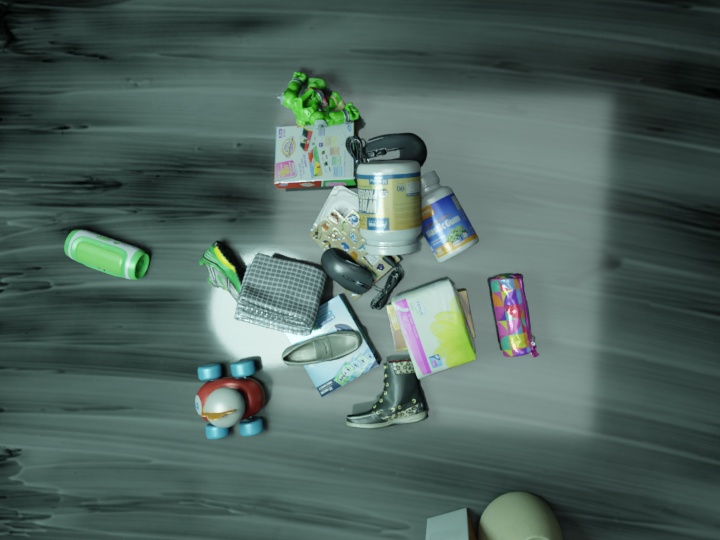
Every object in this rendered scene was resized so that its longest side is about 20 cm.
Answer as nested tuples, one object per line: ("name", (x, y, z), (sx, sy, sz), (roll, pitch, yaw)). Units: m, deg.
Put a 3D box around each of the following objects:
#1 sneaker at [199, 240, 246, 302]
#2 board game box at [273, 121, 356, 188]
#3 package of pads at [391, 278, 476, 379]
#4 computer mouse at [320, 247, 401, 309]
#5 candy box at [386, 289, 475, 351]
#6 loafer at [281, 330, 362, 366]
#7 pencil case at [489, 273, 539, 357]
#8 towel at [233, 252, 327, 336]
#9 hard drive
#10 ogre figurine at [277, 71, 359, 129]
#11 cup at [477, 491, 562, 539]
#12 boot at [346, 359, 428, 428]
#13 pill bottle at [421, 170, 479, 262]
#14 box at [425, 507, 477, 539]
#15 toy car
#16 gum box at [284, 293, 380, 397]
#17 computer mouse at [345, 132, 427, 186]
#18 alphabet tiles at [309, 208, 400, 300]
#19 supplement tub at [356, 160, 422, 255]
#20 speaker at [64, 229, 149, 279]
("sneaker", (-0.332, 0.026, 1.575), (0.085, 0.078, 0.200), (-39, 78, 14))
("board game box", (-0.110, -0.284, 1.529), (0.199, 0.040, 0.154), (-1, 78, 8))
("package of pads", (0.175, 0.134, 1.451), (0.154, 0.068, 0.201), (-20, 91, 8))
("computer mouse", (0.000, 0.000, 1.501), (0.200, 0.046, 0.141), (39, 117, 2))
("candy box", (0.171, 0.122, 1.513), (0.199, 0.056, 0.117), (-12, 91, 9))
("loafer", (-0.094, 0.193, 1.497), (0.199, 0.070, 0.070), (-17, 89, 8))
("pencil case", (0.366, 0.107, 1.473), (0.088, 0.088, 0.201), (-13, 90, 8))
("towel", (-0.191, 0.053, 1.494), (0.199, 0.086, 0.166), (16, 54, -6))
("hard drive", (-0.006, -0.110, 1.540), (0.199, 0.038, 0.140), (30, 96, 5))
("ogre figurine", (-0.114, -0.405, 1.496), (0.200, 0.098, 0.120), (49, 55, 0))
("cup", (0.386, 0.637, 1.439), (0.199, 0.143, 0.201), (0, 89, -2))
("boot", (0.058, 0.302, 1.526), (0.202, 0.073, 0.155), (-7, 88, 1))
("pill bottle", (0.188, -0.130, 1.475), (0.112, 0.112, 0.201), (-29, 88, 7))
("box", (0.225, 0.676, 1.448), (0.106, 0.200, 0.153), (-19, 89, 9))
("toy car", (-0.340, 0.330, 1.514), (0.176, 0.200, 0.185), (-7, 90, 8))
("gum box", (-0.073, 0.188, 1.552), (0.169, 0.045, 0.201), (-30, 88, 7))
("computer mouse", (0.074, -0.277, 1.483), (0.199, 0.053, 0.139), (-16, 89, -15))
("alphabet tiles", (-0.027, -0.048, 1.523), (0.200, 0.008, 0.167), (47, 116, -2))
("supplement tub", (0.067, -0.145, 1.406), (0.144, 0.145, 0.201), (-1, 102, 8))
("speaker", (-0.654, -0.041, 1.604), (0.199, 0.088, 0.089), (18, 94, 7))
